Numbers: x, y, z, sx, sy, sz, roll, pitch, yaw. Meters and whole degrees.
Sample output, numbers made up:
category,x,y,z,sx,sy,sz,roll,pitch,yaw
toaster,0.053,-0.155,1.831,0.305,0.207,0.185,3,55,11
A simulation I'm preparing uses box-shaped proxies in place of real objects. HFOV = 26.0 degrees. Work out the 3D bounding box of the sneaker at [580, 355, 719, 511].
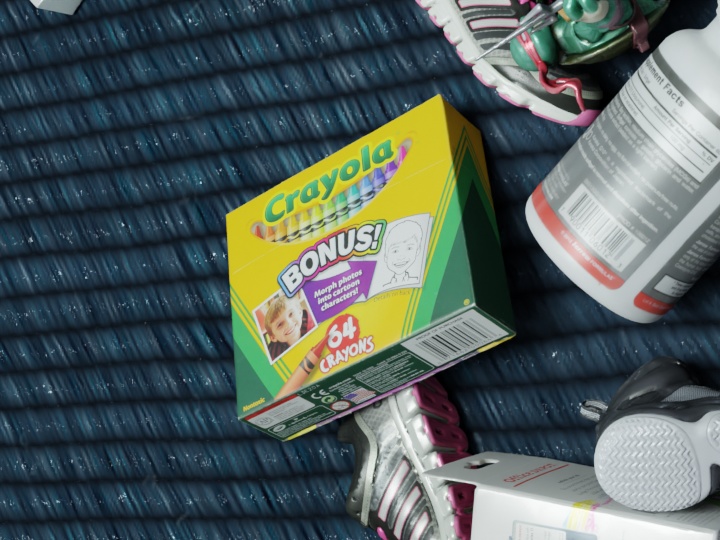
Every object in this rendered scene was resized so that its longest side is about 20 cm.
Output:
category,x,y,z,sx,sy,sz,roll,pitch,yaw
sneaker,0.236,0.098,0.970,0.198,0.114,0.076,1,109,-5

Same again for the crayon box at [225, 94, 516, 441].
category,x,y,z,sx,sy,sz,roll,pitch,yaw
crayon box,0.000,0.000,1.080,0.199,0.058,0.174,-27,53,27

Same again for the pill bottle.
category,x,y,z,sx,sy,sz,roll,pitch,yaw
pill bottle,0.205,-0.075,0.964,0.116,0.116,0.200,48,112,21

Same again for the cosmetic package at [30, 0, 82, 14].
category,x,y,z,sx,sy,sz,roll,pitch,yaw
cosmetic package,-0.264,-0.332,1.270,0.151,0.052,0.200,-49,68,19

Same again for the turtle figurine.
category,x,y,z,sx,sy,sz,roll,pitch,yaw
turtle figurine,0.153,-0.183,0.972,0.199,0.101,0.150,-30,38,4

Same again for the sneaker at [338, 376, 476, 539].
category,x,y,z,sx,sy,sz,roll,pitch,yaw
sneaker,0.039,0.172,1.079,0.087,0.074,0.201,-26,73,27

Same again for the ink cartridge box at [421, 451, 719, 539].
category,x,y,z,sx,sy,sz,roll,pitch,yaw
ink cartridge box,0.146,0.169,0.998,0.199,0.117,0.068,8,96,30

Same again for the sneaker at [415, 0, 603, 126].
category,x,y,z,sx,sy,sz,roll,pitch,yaw
sneaker,0.102,-0.183,1.046,0.200,0.074,0.088,52,120,25
